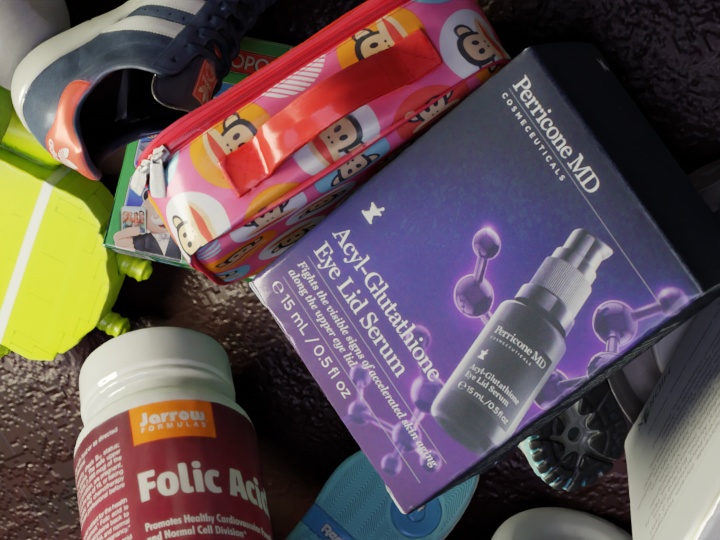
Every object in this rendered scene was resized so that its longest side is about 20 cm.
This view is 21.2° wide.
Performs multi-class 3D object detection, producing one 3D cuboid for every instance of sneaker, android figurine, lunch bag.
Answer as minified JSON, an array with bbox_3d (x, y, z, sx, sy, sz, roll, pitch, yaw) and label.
[{"bbox_3d":[0.086,0.031,1.104,0.077,0.086,0.202,-24,119,-15],"label":"sneaker"},{"bbox_3d":[-0.225,-0.023,1.188,0.198,0.041,0.183,24,119,4],"label":"android figurine"},{"bbox_3d":[-0.089,-0.121,1.038,0.199,0.085,0.075,-39,143,-2],"label":"sneaker"},{"bbox_3d":[-0.003,0.183,1.225,0.200,0.131,0.080,-41,74,-6],"label":"sneaker"},{"bbox_3d":[-0.016,-0.072,0.985,0.199,0.176,0.082,-32,84,1],"label":"lunch bag"}]

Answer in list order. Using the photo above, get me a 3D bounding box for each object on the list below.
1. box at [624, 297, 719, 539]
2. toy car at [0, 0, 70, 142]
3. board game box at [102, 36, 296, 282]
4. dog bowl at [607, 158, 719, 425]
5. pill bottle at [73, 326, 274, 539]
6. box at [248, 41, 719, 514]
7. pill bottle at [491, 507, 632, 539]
[{"bbox_3d":[0.264,0.094,0.976,0.197,0.172,0.201,22,118,-6],"label":"box"},{"bbox_3d":[-0.273,-0.144,1.060,0.174,0.150,0.201,-28,88,24],"label":"toy car"},{"bbox_3d":[-0.034,-0.057,1.090,0.198,0.029,0.136,13,84,8],"label":"board game box"},{"bbox_3d":[0.233,0.023,1.072,0.198,0.059,0.202,3,118,5],"label":"dog bowl"},{"bbox_3d":[-0.111,0.142,1.143,0.113,0.201,0.115,-9,144,-6],"label":"pill bottle"},{"bbox_3d":[0.071,0.002,0.971,0.200,0.104,0.149,-40,79,23],"label":"box"},{"bbox_3d":[0.112,0.258,1.205,0.111,0.112,0.202,17,119,5],"label":"pill bottle"}]
